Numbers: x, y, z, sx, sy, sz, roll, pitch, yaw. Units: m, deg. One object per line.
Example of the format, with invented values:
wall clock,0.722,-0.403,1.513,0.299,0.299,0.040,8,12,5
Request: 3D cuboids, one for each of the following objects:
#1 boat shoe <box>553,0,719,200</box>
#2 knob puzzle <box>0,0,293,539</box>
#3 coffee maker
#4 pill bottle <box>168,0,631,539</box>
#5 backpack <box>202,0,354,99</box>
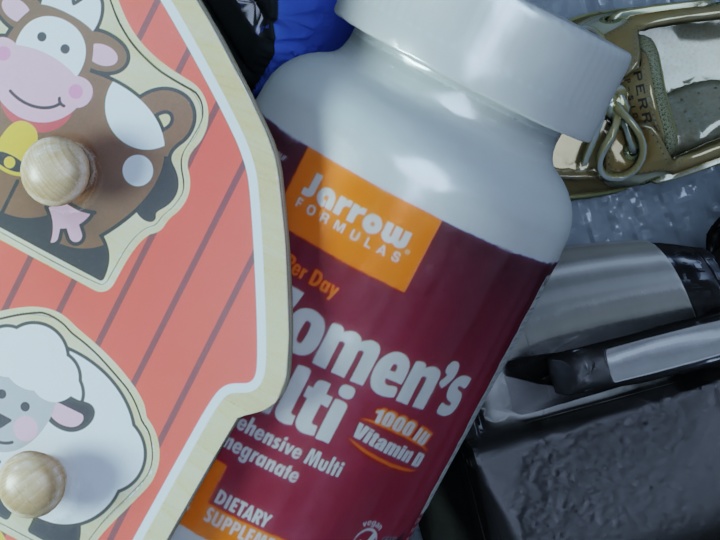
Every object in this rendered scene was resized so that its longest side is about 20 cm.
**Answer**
boat shoe,0.132,-0.073,0.845,0.200,0.063,0.073,-8,87,-13
knob puzzle,-0.110,-0.011,0.633,0.219,0.030,0.220,0,93,7
coffee maker,0.123,0.068,0.811,0.200,0.135,0.193,-13,112,-12
pill bottle,0.000,0.000,0.690,0.109,0.110,0.200,26,99,-9
backpack,-0.021,-0.162,0.771,0.167,0.162,0.200,-14,86,-21
